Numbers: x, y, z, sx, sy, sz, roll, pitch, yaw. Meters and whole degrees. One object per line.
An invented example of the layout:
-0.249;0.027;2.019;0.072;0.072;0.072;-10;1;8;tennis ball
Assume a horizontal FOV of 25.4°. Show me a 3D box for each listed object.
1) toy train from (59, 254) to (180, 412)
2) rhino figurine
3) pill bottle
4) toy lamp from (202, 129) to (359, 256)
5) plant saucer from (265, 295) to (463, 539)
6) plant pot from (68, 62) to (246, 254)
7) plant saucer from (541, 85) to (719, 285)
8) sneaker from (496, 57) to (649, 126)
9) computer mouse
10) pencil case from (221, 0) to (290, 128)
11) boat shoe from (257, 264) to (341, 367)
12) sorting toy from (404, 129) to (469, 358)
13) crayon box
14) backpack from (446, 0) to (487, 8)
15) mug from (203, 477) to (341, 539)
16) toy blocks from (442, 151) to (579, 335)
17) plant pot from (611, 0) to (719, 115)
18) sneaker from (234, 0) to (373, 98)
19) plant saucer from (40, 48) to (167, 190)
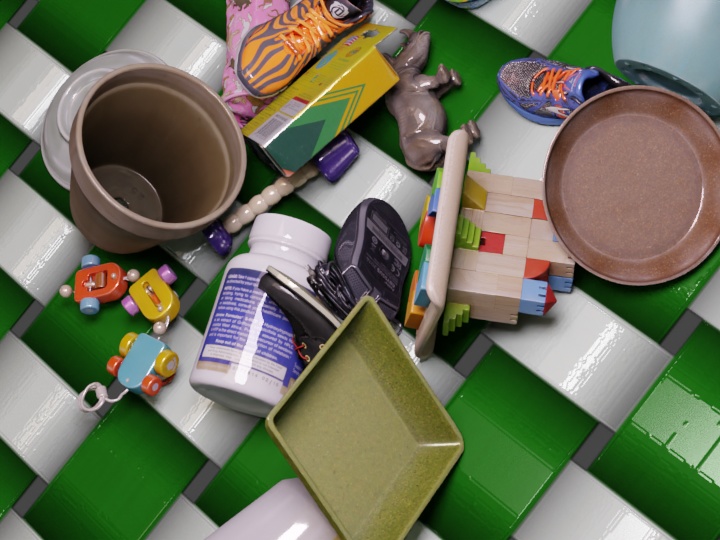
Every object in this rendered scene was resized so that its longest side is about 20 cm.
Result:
-0.268;0.070;1.832;0.149;0.056;0.202;-17;59;17;toy train
0.068;-0.197;1.796;0.087;0.060;0.201;-30;56;21;rhino figurine
-0.101;0.048;1.728;0.119;0.120;0.202;9;73;26;pill bottle
-0.090;-0.092;1.823;0.199;0.058;0.058;-35;59;9;toy lamp
-0.004;0.162;1.573;0.048;0.201;0.200;-15;26;44;plant saucer
-0.250;-0.104;1.810;0.173;0.198;0.202;137;136;-54;plant pot
0.280;-0.086;1.630;0.198;0.037;0.203;0;90;-2;plant saucer
0.234;-0.193;1.712;0.199;0.078;0.076;18;75;28;sneaker
0.000;0.000;1.697;0.052;0.139;0.201;-29;25;31;computer mouse
-0.126;-0.271;1.899;0.082;0.087;0.202;4;66;-10;pencil case
-0.037;0.076;1.656;0.063;0.201;0.074;-44;21;-1;boat shoe
0.076;-0.024;1.639;0.036;0.200;0.187;9;70;2;sorting toy
-0.037;-0.194;1.789;0.200;0.051;0.127;-42;20;-4;crayon box
0.099;-0.396;1.833;0.163;0.154;0.200;-37;37;2;backpack
-0.068;0.304;1.615;0.153;0.187;0.149;-44;26;-10;mug
0.166;-0.021;1.663;0.135;0.100;0.202;8;57;6;toy blocks
0.348;-0.256;1.631;0.199;0.200;0.162;26;88;30;plant pot
-0.060;-0.279;1.817;0.112;0.078;0.200;-24;22;51;sneaker
-0.316;-0.191;1.965;0.198;0.050;0.202;-9;64;19;plant saucer
